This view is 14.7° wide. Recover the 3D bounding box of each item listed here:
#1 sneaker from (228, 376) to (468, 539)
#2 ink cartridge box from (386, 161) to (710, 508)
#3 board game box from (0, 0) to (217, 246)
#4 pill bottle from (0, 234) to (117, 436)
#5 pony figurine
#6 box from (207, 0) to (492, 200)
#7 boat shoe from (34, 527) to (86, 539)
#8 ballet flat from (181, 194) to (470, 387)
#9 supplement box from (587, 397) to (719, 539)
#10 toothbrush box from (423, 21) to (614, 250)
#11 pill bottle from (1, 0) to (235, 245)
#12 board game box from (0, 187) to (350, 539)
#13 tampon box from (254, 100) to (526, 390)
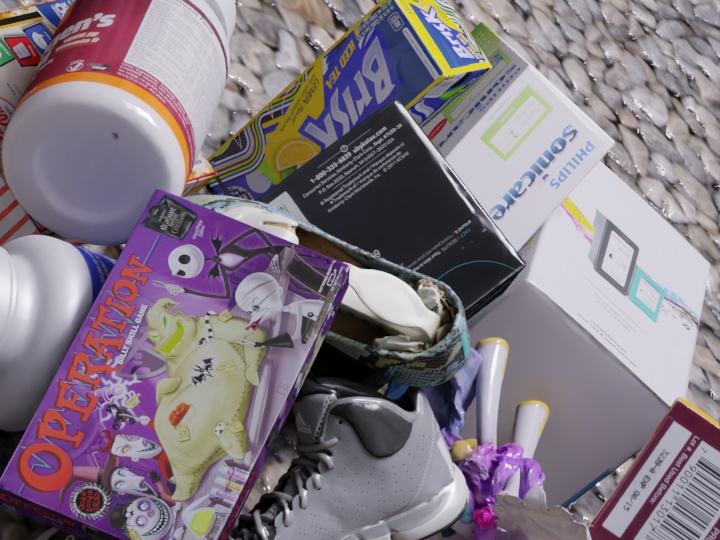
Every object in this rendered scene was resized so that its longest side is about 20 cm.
[{"bbox_3d":[-0.041,0.120,1.581,0.200,0.075,0.116,-25,113,-20],"label":"sneaker"},{"bbox_3d":[0.134,0.041,1.927,0.146,0.147,0.200,41,31,-13],"label":"ink cartridge box"},{"bbox_3d":[-0.196,-0.091,1.741,0.152,0.046,0.200,55,31,8],"label":"board game box"},{"bbox_3d":[-0.161,0.045,1.576,0.200,0.112,0.112,22,40,-38],"label":"pill bottle"},{"bbox_3d":[0.073,0.149,1.731,0.193,0.166,0.200,56,31,-57],"label":"pony figurine"},{"bbox_3d":[-0.011,-0.101,1.839,0.070,0.200,0.064,57,32,11],"label":"box"},{"bbox_3d":[-0.115,0.132,1.507,0.201,0.061,0.072,-49,115,-30],"label":"boat shoe"},{"bbox_3d":[-0.027,0.001,1.577,0.200,0.074,0.074,21,34,-1],"label":"ballet flat"},{"bbox_3d":[0.215,0.156,1.800,0.086,0.110,0.200,35,0,13],"label":"supplement box"},{"bbox_3d":[0.080,-0.079,1.920,0.086,0.146,0.200,41,6,-15],"label":"toothbrush box"},{"bbox_3d":[-0.140,-0.112,1.684,0.110,0.110,0.200,40,33,-16],"label":"pill bottle"},{"bbox_3d":[-0.097,0.060,1.490,0.120,0.032,0.200,19,62,11],"label":"board game box"},{"bbox_3d":[0.000,0.000,1.714,0.126,0.150,0.200,53,-5,4],"label":"tampon box"}]
